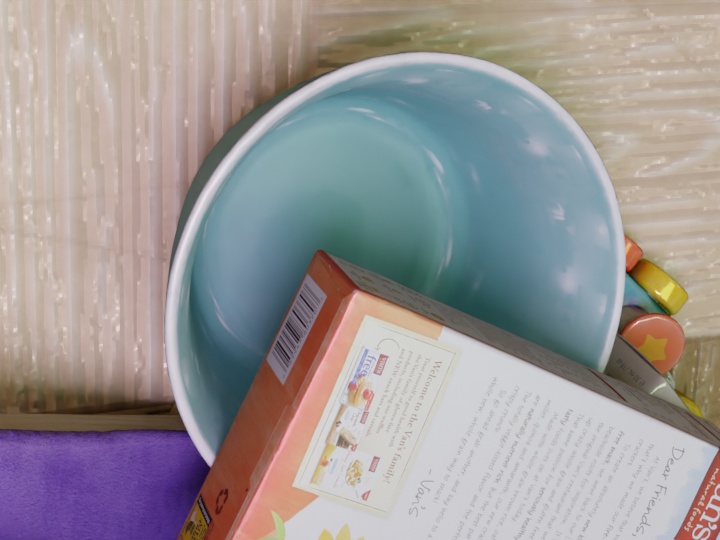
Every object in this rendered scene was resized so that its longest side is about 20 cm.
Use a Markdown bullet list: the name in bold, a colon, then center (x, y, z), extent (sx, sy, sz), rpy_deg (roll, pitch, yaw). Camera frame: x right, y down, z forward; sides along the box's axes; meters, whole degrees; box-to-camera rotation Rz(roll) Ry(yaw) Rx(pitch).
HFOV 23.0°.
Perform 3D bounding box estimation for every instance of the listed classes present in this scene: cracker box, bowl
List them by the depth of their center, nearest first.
- **cracker box**: center (0.044, 0.094, 0.694), extent (0.199, 0.058, 0.135), rpy_deg (24, 98, -22)
- **bowl**: center (0.000, 0.000, 0.741), extent (0.199, 0.105, 0.203), rpy_deg (-7, 109, -21)

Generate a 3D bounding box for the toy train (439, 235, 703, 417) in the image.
- **toy train**: center (0.104, 0.083, 0.843), extent (0.149, 0.056, 0.202), rpy_deg (-14, 113, -19)

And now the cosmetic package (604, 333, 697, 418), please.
- **cosmetic package**: center (0.074, 0.133, 0.787), extent (0.200, 0.073, 0.104), rpy_deg (-40, 113, 1)

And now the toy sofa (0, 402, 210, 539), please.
- **toy sofa**: center (-0.112, 0.105, 0.691), extent (0.199, 0.097, 0.084), rpy_deg (8, 105, -53)
